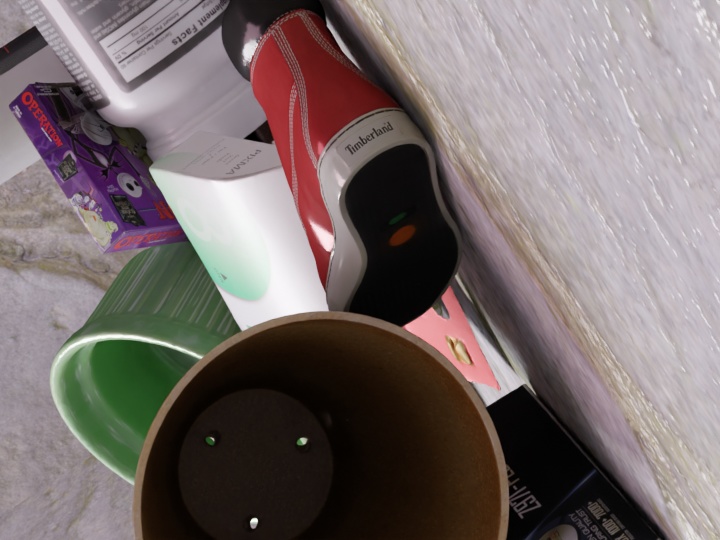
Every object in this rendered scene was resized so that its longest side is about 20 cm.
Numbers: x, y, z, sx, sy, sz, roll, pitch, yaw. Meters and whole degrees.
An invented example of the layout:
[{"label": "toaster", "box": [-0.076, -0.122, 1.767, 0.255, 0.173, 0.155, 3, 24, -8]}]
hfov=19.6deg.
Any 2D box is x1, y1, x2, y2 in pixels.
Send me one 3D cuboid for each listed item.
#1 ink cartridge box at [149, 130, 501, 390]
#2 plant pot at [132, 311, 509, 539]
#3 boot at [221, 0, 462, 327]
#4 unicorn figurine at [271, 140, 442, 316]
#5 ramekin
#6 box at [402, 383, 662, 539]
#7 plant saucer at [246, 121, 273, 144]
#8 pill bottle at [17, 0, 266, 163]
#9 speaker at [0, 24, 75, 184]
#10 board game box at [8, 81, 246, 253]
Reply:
[{"label": "ink cartridge box", "box": [-0.023, 0.003, 1.212, 0.199, 0.050, 0.162, 17, 141, 54]}, {"label": "plant pot", "box": [-0.038, 0.111, 1.090, 0.187, 0.186, 0.200, 57, 170, -8]}, {"label": "boot", "box": [-0.016, -0.060, 1.048, 0.145, 0.072, 0.201, 55, 167, 28]}, {"label": "unicorn figurine", "box": [0.000, 0.000, 1.318, 0.200, 0.074, 0.138, 39, 158, 27]}, {"label": "ramekin", "box": [-0.101, 0.073, 1.413, 0.198, 0.098, 0.201, 16, 143, 13]}, {"label": "box", "box": [0.124, 0.189, 1.129, 0.201, 0.086, 0.164, 60, 175, -34]}, {"label": "plant saucer", "box": [-0.040, -0.062, 1.463, 0.201, 0.034, 0.200, 56, 175, 7]}, {"label": "pill bottle", "box": [-0.143, -0.165, 1.321, 0.201, 0.115, 0.116, 55, 176, -14]}, {"label": "speaker", "box": [-0.191, -0.144, 1.442, 0.082, 0.199, 0.081, 56, 174, 9]}, {"label": "board game box", "box": [-0.135, -0.074, 1.389, 0.121, 0.032, 0.199, 59, -152, 11]}]
